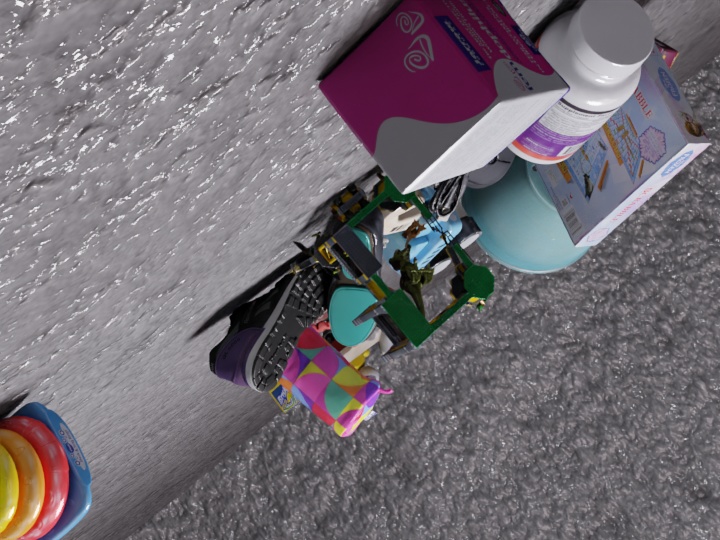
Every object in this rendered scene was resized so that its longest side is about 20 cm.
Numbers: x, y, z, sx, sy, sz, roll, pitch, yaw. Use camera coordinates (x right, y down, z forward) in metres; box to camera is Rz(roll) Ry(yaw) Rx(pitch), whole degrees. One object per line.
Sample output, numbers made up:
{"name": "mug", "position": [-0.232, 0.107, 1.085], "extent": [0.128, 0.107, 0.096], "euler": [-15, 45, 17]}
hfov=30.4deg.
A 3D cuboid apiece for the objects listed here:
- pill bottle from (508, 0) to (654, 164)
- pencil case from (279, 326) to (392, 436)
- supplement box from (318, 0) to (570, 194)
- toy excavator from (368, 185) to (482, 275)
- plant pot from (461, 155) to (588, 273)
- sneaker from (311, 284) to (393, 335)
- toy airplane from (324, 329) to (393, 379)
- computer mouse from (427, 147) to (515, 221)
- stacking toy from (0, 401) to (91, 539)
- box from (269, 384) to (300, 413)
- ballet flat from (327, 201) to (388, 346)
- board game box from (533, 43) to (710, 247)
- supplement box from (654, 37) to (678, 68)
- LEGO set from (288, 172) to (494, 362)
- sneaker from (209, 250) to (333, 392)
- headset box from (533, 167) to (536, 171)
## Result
{"name": "pill bottle", "position": [0.221, -0.200, 1.371], "extent": [0.111, 0.112, 0.200], "euler": [-35, 173, -26]}
{"name": "pencil case", "position": [-0.061, 0.118, 1.633], "extent": [0.089, 0.199, 0.089], "euler": [-48, 168, -14]}
{"name": "supplement box", "position": [0.068, -0.136, 0.988], "extent": [0.103, 0.101, 0.200], "euler": [-41, 174, 25]}
{"name": "toy excavator", "position": [0.057, -0.057, 1.602], "extent": [0.199, 0.100, 0.195], "euler": [-21, 162, -43]}
{"name": "plant pot", "position": [0.245, -0.114, 1.676], "extent": [0.199, 0.201, 0.188], "euler": [-36, 177, -15]}
{"name": "sneaker", "position": [-0.039, 0.030, 1.738], "extent": [0.199, 0.098, 0.071], "euler": [-11, -151, 47]}
{"name": "toy airplane", "position": [-0.009, 0.157, 2.496], "extent": [0.199, 0.142, 0.199], "euler": [-39, 173, 6]}
{"name": "computer mouse", "position": [0.146, -0.131, 1.549], "extent": [0.140, 0.052, 0.200], "euler": [-67, 168, 18]}
{"name": "stacking toy", "position": [-0.327, 0.179, 1.086], "extent": [0.110, 0.117, 0.199], "euler": [-41, 160, 20]}
{"name": "box", "position": [-0.103, 0.221, 2.767], "extent": [0.070, 0.064, 0.200], "euler": [-42, 174, 36]}
{"name": "ballet flat", "position": [0.000, 0.000, 1.527], "extent": [0.073, 0.073, 0.201], "euler": [-34, 145, -32]}
{"name": "board game box", "position": [0.269, -0.164, 1.479], "extent": [0.041, 0.202, 0.200], "euler": [-5, 152, -37]}
{"name": "supplement box", "position": [0.319, -0.241, 1.623], "extent": [0.111, 0.085, 0.200], "euler": [-62, 167, 16]}
{"name": "LEGO set", "position": [0.034, 0.000, 1.415], "extent": [0.154, 0.200, 0.116], "euler": [-50, -173, -22]}
{"name": "sneaker", "position": [-0.106, 0.045, 1.529], "extent": [0.201, 0.087, 0.076], "euler": [-56, 142, -34]}
{"name": "headset box", "position": [0.328, -0.207, 2.038], "extent": [0.174, 0.093, 0.200], "euler": [-42, 174, 36]}
